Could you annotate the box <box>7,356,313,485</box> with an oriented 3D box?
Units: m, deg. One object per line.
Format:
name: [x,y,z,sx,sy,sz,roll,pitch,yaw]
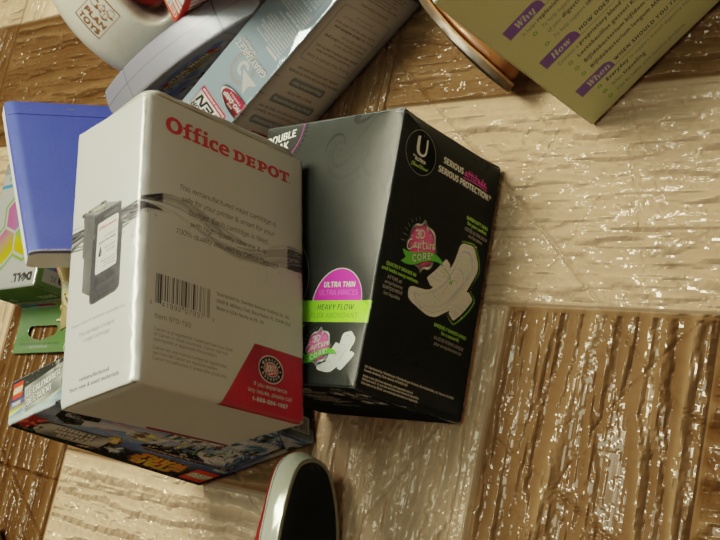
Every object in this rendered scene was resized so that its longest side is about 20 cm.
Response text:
box: [-0.152,0.112,0.919,0.136,0.199,0.040,-25,54,32]

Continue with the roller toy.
roller toy: [-0.209,-0.283,1.140,0.139,0.199,0.184,-37,58,26]

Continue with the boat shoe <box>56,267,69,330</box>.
boat shoe: [-0.259,0.042,1.134,0.066,0.074,0.200,-48,47,9]

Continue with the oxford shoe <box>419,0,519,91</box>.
oxford shoe: [0.087,-0.222,0.932,0.071,0.071,0.201,-37,51,19]

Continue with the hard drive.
hard drive: [-0.277,-0.088,1.167,0.025,0.131,0.201,-62,38,44]

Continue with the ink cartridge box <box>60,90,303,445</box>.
ink cartridge box: [-0.115,0.002,0.796,0.083,0.145,0.202,-21,60,39]

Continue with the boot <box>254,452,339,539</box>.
boot: [-0.092,0.238,0.907,0.143,0.072,0.202,-2,75,43]

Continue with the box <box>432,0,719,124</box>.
box: [0.147,-0.225,0.784,0.176,0.199,0.097,-45,49,20]

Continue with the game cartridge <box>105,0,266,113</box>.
game cartridge: [-0.135,-0.195,1.076,0.199,0.133,0.042,-30,82,31]

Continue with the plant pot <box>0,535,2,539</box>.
plant pot: [-0.450,0.323,1.124,0.199,0.199,0.178,-32,43,29]

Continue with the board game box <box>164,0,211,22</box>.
board game box: [-0.069,-0.287,0.988,0.047,0.199,0.151,64,164,-3]

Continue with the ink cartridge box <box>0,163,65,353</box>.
ink cartridge box: [-0.343,-0.017,1.244,0.103,0.059,0.202,-5,70,41]

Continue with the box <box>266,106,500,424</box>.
box: [0.000,0.000,0.879,0.148,0.124,0.202,-1,72,43]

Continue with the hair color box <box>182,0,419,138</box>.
hair color box: [-0.052,-0.187,1.014,0.200,0.099,0.061,-46,63,18]
